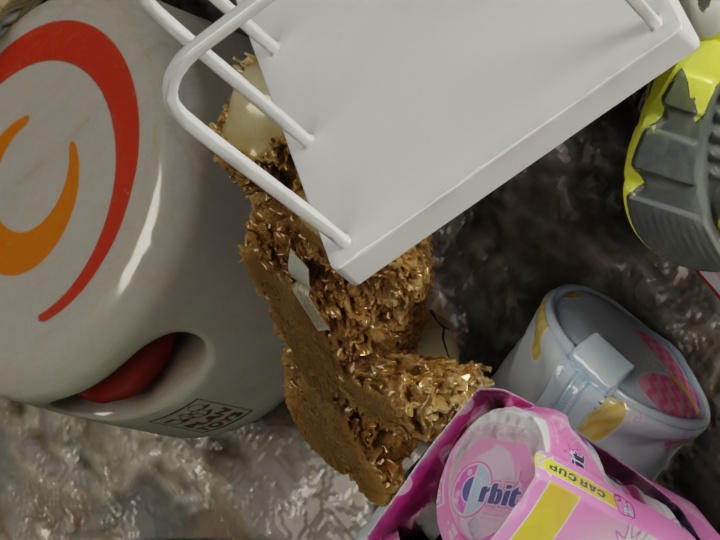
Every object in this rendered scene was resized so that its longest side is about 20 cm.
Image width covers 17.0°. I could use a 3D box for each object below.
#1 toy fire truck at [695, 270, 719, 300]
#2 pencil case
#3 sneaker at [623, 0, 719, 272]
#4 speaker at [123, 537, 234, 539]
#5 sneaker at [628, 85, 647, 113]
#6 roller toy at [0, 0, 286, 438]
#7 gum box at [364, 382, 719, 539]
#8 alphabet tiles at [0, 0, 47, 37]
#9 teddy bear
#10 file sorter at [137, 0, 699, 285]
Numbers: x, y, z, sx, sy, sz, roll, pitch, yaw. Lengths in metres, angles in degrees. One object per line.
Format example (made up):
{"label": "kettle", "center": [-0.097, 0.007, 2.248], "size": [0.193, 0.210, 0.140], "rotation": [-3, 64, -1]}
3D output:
{"label": "toy fire truck", "center": [0.219, 0.032, 0.828], "size": [0.200, 0.112, 0.168], "rotation": [48, 151, -1]}
{"label": "pencil case", "center": [0.053, 0.099, 0.976], "size": [0.200, 0.090, 0.083], "rotation": [-51, 57, 22]}
{"label": "sneaker", "center": [0.133, -0.103, 0.800], "size": [0.074, 0.085, 0.201], "rotation": [19, 114, -2]}
{"label": "speaker", "center": [-0.110, 0.158, 1.028], "size": [0.088, 0.199, 0.089], "rotation": [-4, 84, 38]}
{"label": "sneaker", "center": [0.185, -0.062, 0.892], "size": [0.199, 0.080, 0.075], "rotation": [7, 93, 37]}
{"label": "roller toy", "center": [-0.093, -0.020, 1.068], "size": [0.182, 0.139, 0.201], "rotation": [32, 100, 45]}
{"label": "gum box", "center": [0.044, 0.148, 0.881], "size": [0.200, 0.113, 0.066], "rotation": [-54, 30, 12]}
{"label": "alphabet tiles", "center": [-0.179, -0.082, 1.131], "size": [0.006, 0.166, 0.200], "rotation": [41, 115, 5]}
{"label": "teddy bear", "center": [0.000, 0.000, 0.915], "size": [0.145, 0.067, 0.201], "rotation": [29, 148, 50]}
{"label": "file sorter", "center": [-0.007, -0.131, 0.785], "size": [0.138, 0.124, 0.201], "rotation": [-34, 49, 16]}
